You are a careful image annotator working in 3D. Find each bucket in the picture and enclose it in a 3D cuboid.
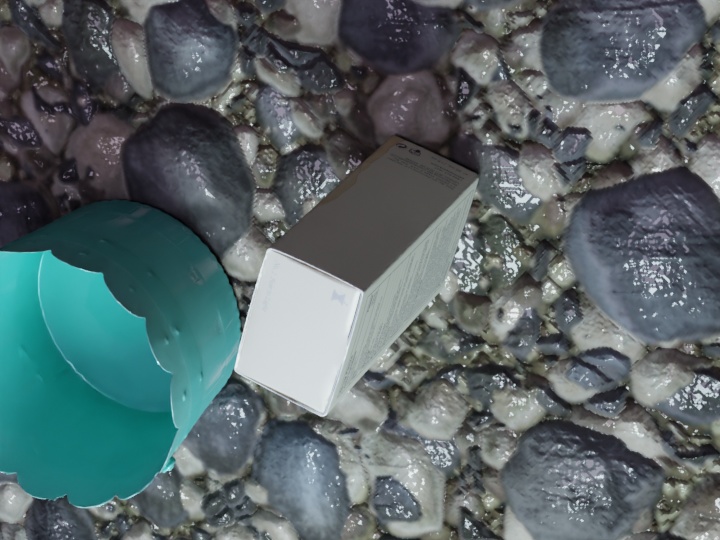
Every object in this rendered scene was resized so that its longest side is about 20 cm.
[{"bbox_3d":[-0.194,0.055,1.833,0.206,0.135,0.208,10,116,22],"label":"bucket"}]

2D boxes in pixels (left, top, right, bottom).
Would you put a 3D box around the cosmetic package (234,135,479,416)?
[{"bbox_3d":[0.000,0.000,1.673,0.073,0.200,0.104,26,121,14],"label":"cosmetic package"}]
